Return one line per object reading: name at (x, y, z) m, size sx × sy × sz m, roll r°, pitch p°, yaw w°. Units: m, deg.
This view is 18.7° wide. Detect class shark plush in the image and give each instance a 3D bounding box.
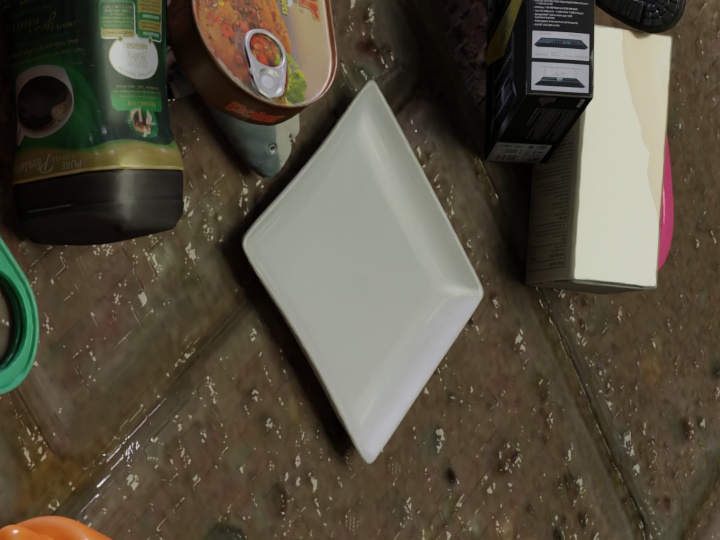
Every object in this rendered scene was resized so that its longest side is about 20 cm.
shark plush at (-0.102, -0.138, 1.421) m, size 0.084 × 0.091 × 0.200 m, roll -56°, pitch 139°, yaw -1°

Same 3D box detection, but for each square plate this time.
square plate at (0.000, 0.000, 1.554) m, size 0.200 × 0.028 × 0.199 m, roll -53°, pitch 125°, yaw -41°

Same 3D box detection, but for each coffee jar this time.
coffee jar at (-0.161, -0.116, 1.308) m, size 0.085 × 0.104 × 0.201 m, roll -2°, pitch 87°, yaw -49°

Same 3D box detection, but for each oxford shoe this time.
oxford shoe at (0.199, -0.253, 1.735) m, size 0.084 × 0.073 × 0.200 m, roll 28°, pitch 20°, yaw -54°

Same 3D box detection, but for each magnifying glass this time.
magnifying glass at (-0.232, -0.025, 1.271) m, size 0.079 × 0.022 × 0.201 m, roll -20°, pitch 99°, yaw -51°

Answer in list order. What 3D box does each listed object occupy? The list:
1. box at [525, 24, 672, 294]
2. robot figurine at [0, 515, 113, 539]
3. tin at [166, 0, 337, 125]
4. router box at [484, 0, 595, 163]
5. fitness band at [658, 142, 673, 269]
box at (0.186, -0.085, 1.717) m, size 0.077 × 0.095 × 0.201 m, roll 6°, pitch 87°, yaw -19°
robot figurine at (-0.155, 0.211, 1.250) m, size 0.200 × 0.143 × 0.117 m, roll 41°, pitch 66°, yaw -50°
tin at (-0.072, -0.184, 1.392) m, size 0.112 × 0.042 × 0.201 m, roll 12°, pitch 59°, yaw -32°
router box at (0.132, -0.179, 1.632) m, size 0.200 × 0.052 × 0.158 m, roll 118°, pitch -25°, yaw -79°
fitness band at (0.215, -0.088, 1.831) m, size 0.143 × 0.037 × 0.201 m, roll -2°, pitch 87°, yaw -52°
